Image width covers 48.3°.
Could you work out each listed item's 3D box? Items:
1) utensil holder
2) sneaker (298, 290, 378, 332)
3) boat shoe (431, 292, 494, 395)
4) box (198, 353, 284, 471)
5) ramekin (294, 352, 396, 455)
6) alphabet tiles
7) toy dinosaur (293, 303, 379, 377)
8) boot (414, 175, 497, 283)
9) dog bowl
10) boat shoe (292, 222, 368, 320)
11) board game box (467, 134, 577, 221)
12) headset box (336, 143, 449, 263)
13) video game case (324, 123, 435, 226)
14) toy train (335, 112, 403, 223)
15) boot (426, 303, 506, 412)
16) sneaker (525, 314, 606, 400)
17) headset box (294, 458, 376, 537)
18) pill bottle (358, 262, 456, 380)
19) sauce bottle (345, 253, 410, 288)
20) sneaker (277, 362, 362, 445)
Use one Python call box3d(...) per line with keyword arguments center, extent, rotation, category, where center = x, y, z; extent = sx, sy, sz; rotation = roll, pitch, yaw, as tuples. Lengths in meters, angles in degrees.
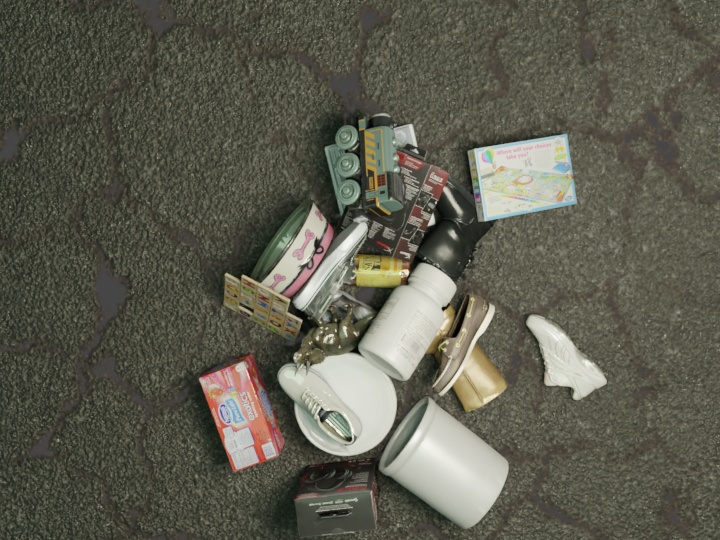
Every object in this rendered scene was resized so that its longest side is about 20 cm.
box3d(center=(0.162, 0.371, 1.548), extent=(0.199, 0.170, 0.171), rotation=(35, 96, -2), category="utensil holder")
box3d(center=(-0.033, 0.111, 1.586), extent=(0.198, 0.075, 0.115), rotation=(30, 97, 6), category="sneaker")
box3d(center=(0.183, 0.138, 1.522), extent=(0.059, 0.072, 0.202), rotation=(32, 81, -8), category="boat shoe")
box3d(center=(-0.234, 0.280, 1.598), extent=(0.098, 0.095, 0.203), rotation=(-20, 93, 4), category="box")
box3d(center=(-0.028, 0.254, 1.585), extent=(0.199, 0.094, 0.206), rotation=(0, 95, 3), category="ramekin")
box3d(center=(-0.188, 0.069, 1.538), extent=(0.165, 0.200, 0.008), rotation=(28, 66, 1), category="alphabet tiles")
box3d(center=(-0.051, 0.122, 1.522), extent=(0.197, 0.077, 0.104), rotation=(-15, 98, -22), category="toy dinosaur")
box3d(center=(0.155, -0.085, 1.542), extent=(0.197, 0.073, 0.163), rotation=(37, 85, -11), category="boot")
box3d(center=(-0.126, -0.033, 1.524), extent=(0.073, 0.200, 0.201), rotation=(36, 96, -14), category="dog bowl")
box3d(center=(-0.042, 0.000, 1.475), extent=(0.071, 0.072, 0.201), rotation=(37, 92, -14), category="boat shoe")
box3d(center=(0.309, -0.177, 1.528), extent=(0.197, 0.034, 0.137), rotation=(-11, 95, -15), category="board game box")
box3d(center=(0.063, -0.139, 1.501), extent=(0.148, 0.077, 0.203), rotation=(27, 97, 34), category="headset box")
box3d(center=(0.038, -0.167, 1.581), extent=(0.179, 0.023, 0.203), rotation=(-14, 94, 4), category="video game case")
box3d(center=(0.019, -0.187, 1.448), extent=(0.112, 0.085, 0.204), rotation=(-9, 73, 22), category="toy train")
box3d(center=(0.167, 0.194, 1.584), extent=(0.174, 0.066, 0.202), rotation=(-33, 94, 6), category="boot")
box3d(center=(0.383, 0.175, 1.565), extent=(0.099, 0.078, 0.200), rotation=(-44, 90, 9), category="sneaker")
box3d(center=(-0.041, 0.437, 1.541), extent=(0.146, 0.200, 0.079), rotation=(-8, 95, 5), category="headset box")
box3d(center=(0.092, 0.093, 1.500), extent=(0.114, 0.114, 0.201), rotation=(34, 74, 0), category="pill bottle")
box3d(center=(0.000, 0.000, 1.576), extent=(0.196, 0.066, 0.067), rotation=(2, 95, 1), category="sauce bottle")
box3d(center=(-0.075, 0.248, 1.504), extent=(0.199, 0.071, 0.073), rotation=(39, 96, 0), category="sneaker")
